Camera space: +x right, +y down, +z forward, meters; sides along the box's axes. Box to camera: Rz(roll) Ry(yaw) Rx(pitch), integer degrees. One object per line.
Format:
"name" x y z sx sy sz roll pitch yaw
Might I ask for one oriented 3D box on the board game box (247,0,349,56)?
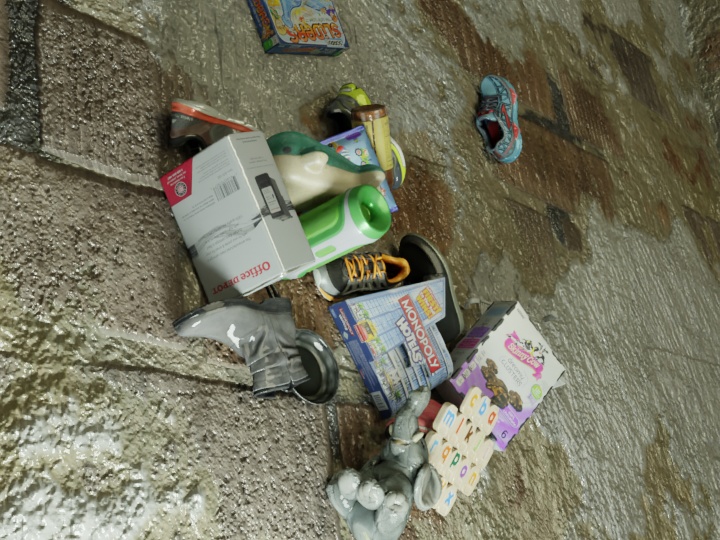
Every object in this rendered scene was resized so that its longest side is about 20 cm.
"board game box" -0.111 -0.442 1.800 0.199 0.034 0.137 -15 82 -54

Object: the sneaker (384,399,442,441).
"sneaker" 0.094 0.246 1.663 0.199 0.073 0.088 22 44 -52

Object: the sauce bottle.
"sauce bottle" 0.023 -0.177 1.752 0.066 0.065 0.202 -32 123 -54

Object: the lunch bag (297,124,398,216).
"lunch bag" -0.057 -0.127 1.661 0.199 0.094 0.152 -25 92 -43

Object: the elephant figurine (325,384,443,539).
"elephant figurine" 0.057 0.296 1.510 0.141 0.155 0.200 44 45 7

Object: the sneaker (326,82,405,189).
"sneaker" 0.004 -0.221 1.807 0.081 0.074 0.201 -44 105 -35

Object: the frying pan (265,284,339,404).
"frying pan" -0.100 0.116 1.506 0.190 0.031 0.115 47 40 -19

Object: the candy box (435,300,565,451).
"candy box" 0.239 0.179 1.800 0.200 0.071 0.168 -46 109 -24

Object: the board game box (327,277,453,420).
"board game box" 0.076 0.102 1.662 0.199 0.061 0.202 -29 94 -35

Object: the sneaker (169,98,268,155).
"sneaker" -0.212 -0.187 1.521 0.199 0.077 0.083 18 88 -52

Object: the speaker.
"speaker" -0.052 -0.054 1.518 0.088 0.199 0.089 28 51 -40

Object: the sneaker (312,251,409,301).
"sneaker" 0.000 0.000 1.660 0.199 0.077 0.079 -4 75 -51

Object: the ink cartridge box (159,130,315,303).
"ink cartridge box" -0.169 -0.068 1.425 0.083 0.144 0.202 -20 86 -56

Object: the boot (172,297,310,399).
"boot" -0.152 0.108 1.400 0.199 0.070 0.133 -4 74 -41

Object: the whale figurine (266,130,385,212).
"whale figurine" -0.063 -0.150 1.542 0.197 0.159 0.105 1 66 -2

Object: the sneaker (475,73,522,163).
"sneaker" 0.288 -0.332 2.206 0.095 0.079 0.202 7 65 -47

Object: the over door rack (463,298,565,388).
"over door rack" 0.279 0.141 1.928 0.198 0.067 0.149 10 63 -27

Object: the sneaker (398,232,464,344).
"sneaker" 0.107 0.038 1.774 0.106 0.074 0.202 -30 96 -53

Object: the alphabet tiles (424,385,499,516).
"alphabet tiles" 0.154 0.287 1.653 0.197 0.015 0.200 -60 141 -12
